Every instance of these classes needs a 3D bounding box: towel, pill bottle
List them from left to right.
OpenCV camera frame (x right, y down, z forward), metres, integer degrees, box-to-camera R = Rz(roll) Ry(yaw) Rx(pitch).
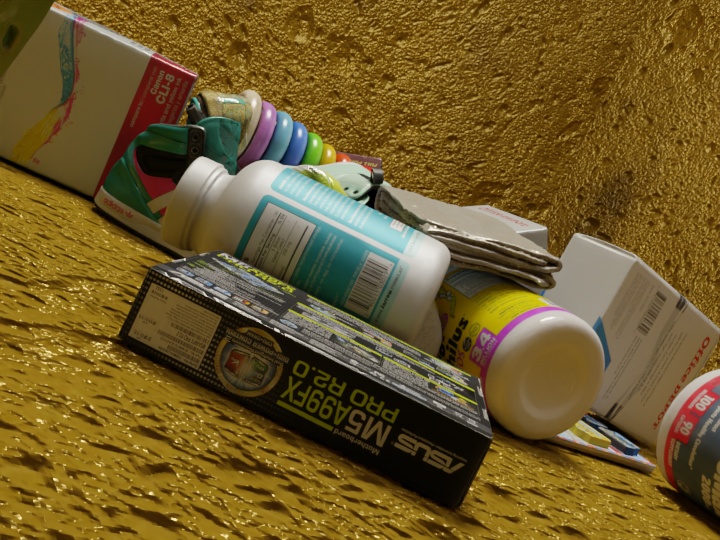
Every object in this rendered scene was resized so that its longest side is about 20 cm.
[{"bbox_3d":[-0.043,-0.010,0.694,0.199,0.111,0.111,27,6,3],"label":"pill bottle"},{"bbox_3d":[0.088,-0.031,0.839,0.132,0.035,0.200,16,11,-12],"label":"towel"},{"bbox_3d":[0.108,0.056,0.801,0.104,0.105,0.200,23,7,-28],"label":"pill bottle"},{"bbox_3d":[0.344,0.168,0.744,0.119,0.120,0.200,22,6,-30],"label":"pill bottle"}]

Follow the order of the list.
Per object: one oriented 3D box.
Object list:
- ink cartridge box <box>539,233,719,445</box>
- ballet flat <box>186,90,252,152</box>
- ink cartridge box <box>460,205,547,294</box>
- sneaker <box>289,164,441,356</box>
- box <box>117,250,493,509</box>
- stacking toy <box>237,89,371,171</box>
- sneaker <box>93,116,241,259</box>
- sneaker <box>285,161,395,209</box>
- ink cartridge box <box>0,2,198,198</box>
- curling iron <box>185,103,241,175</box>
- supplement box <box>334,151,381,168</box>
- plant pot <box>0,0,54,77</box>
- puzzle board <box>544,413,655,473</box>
[{"bbox_3d":[0.262,0.075,0.961,0.200,0.147,0.086,31,0,-42],"label":"ink cartridge box"},{"bbox_3d":[-0.155,-0.118,0.966,0.070,0.071,0.200,25,-30,-11],"label":"ballet flat"},{"bbox_3d":[0.086,-0.015,1.042,0.199,0.084,0.145,-5,16,-19],"label":"ink cartridge box"},{"bbox_3d":[0.000,0.000,0.809,0.200,0.076,0.105,56,-6,8],"label":"sneaker"},{"bbox_3d":[-0.023,0.054,0.556,0.199,0.044,0.160,26,5,1],"label":"box"},{"bbox_3d":[-0.062,-0.123,1.065,0.199,0.086,0.085,25,6,-26],"label":"stacking toy"},{"bbox_3d":[-0.120,-0.067,0.804,0.199,0.121,0.084,28,6,11],"label":"sneaker"},{"bbox_3d":[-0.057,-0.068,0.969,0.199,0.074,0.118,-16,22,-24],"label":"sneaker"},{"bbox_3d":[-0.273,-0.165,0.892,0.199,0.145,0.145,24,8,-13],"label":"ink cartridge box"},{"bbox_3d":[-0.107,-0.074,0.899,0.049,0.026,0.201,8,-45,52],"label":"curling iron"},{"bbox_3d":[-0.028,-0.087,1.226,0.108,0.061,0.200,9,-17,4],"label":"supplement box"},{"bbox_3d":[-0.290,-0.140,0.442,0.198,0.182,0.200,30,7,28],"label":"plant pot"},{"bbox_3d":[0.161,0.121,0.882,0.150,0.017,0.200,22,7,-34],"label":"puzzle board"}]
